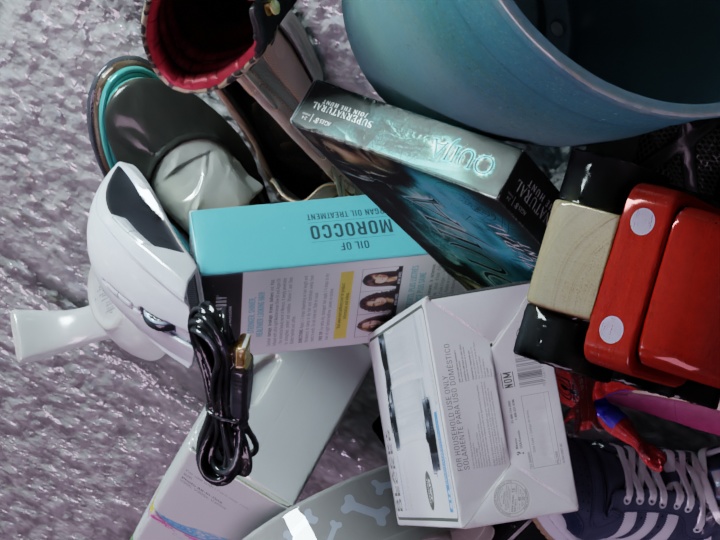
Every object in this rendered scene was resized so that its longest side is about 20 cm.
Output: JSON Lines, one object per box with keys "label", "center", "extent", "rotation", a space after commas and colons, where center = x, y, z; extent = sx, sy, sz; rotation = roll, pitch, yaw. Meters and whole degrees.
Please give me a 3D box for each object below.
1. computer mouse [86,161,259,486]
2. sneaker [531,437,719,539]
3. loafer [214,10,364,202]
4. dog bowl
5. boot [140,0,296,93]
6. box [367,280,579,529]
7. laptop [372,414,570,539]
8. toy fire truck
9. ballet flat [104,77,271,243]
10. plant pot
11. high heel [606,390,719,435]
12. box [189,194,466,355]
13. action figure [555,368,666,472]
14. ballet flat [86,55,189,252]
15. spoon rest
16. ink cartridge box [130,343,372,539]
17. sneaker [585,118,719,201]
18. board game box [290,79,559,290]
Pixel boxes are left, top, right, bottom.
{"label": "computer mouse", "center": [-0.113, 0.018, 0.996], "extent": [0.200, 0.044, 0.110], "rotation": [53, 154, 41]}
{"label": "sneaker", "center": [0.179, 0.129, 1.069], "extent": [0.108, 0.071, 0.199], "rotation": [-23, 146, 28]}
{"label": "loafer", "center": [-0.039, -0.069, 1.065], "extent": [0.071, 0.063, 0.201], "rotation": [-2, 132, 36]}
{"label": "dog bowl", "center": [-0.011, 0.193, 1.191], "extent": [0.059, 0.198, 0.200], "rotation": [62, 148, 21]}
{"label": "boot", "center": [-0.032, -0.183, 0.860], "extent": [0.073, 0.151, 0.200], "rotation": [36, 142, -8]}
{"label": "box", "center": [0.054, 0.077, 0.953], "extent": [0.059, 0.118, 0.200], "rotation": [-9, 175, -8]}
{"label": "laptop", "center": [0.128, 0.126, 1.219], "extent": [0.201, 0.103, 0.178], "rotation": [52, 144, 14]}
{"label": "toy fire truck", "center": [0.187, 0.042, 0.791], "extent": [0.199, 0.130, 0.175], "rotation": [17, 180, 37]}
{"label": "ballet flat", "center": [-0.080, -0.036, 1.082], "extent": [0.200, 0.068, 0.068], "rotation": [51, -179, -40]}
{"label": "plant pot", "center": [0.084, -0.143, 0.806], "extent": [0.200, 0.201, 0.188], "rotation": [40, 156, -13]}
{"label": "high heel", "center": [0.218, 0.073, 1.078], "extent": [0.198, 0.068, 0.096], "rotation": [10, 180, 1]}
{"label": "box", "center": [0.000, 0.000, 1.045], "extent": [0.198, 0.049, 0.083], "rotation": [-5, 142, -10]}
{"label": "action figure", "center": [0.174, 0.066, 0.982], "extent": [0.198, 0.100, 0.066], "rotation": [-8, 133, 4]}
{"label": "ballet flat", "center": [-0.123, -0.062, 1.130], "extent": [0.072, 0.073, 0.201], "rotation": [1, 139, 32]}
{"label": "spoon rest", "center": [-0.176, 0.023, 1.258], "extent": [0.199, 0.060, 0.100], "rotation": [-21, 77, 50]}
{"label": "ink cartridge box", "center": [-0.081, 0.130, 1.250], "extent": [0.087, 0.146, 0.200], "rotation": [30, 143, -1]}
{"label": "sneaker", "center": [0.171, -0.024, 0.965], "extent": [0.113, 0.076, 0.201], "rotation": [27, 138, 15]}
{"label": "board game box", "center": [0.066, -0.019, 0.897], "extent": [0.135, 0.028, 0.200], "rotation": [23, 168, 39]}
